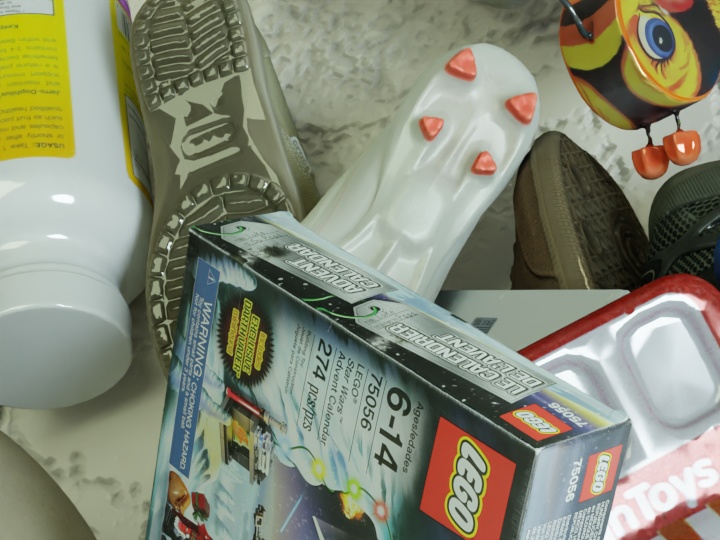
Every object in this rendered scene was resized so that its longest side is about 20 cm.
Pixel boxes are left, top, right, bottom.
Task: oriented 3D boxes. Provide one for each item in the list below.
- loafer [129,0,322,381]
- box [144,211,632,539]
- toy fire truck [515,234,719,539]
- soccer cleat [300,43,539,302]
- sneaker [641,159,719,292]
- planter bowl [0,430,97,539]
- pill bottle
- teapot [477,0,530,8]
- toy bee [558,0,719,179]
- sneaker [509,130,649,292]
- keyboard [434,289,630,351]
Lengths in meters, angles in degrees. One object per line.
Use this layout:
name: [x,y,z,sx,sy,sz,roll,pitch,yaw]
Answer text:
loafer: [-0.048,-0.024,0.827,0.075,0.068,0.202,-13,71,18]
box: [-0.007,0.103,0.549,0.136,0.040,0.202,30,119,40]
toy fire truck: [0.121,0.074,0.579,0.199,0.112,0.169,-27,87,-12]
soccer cleat: [0.000,0.000,0.751,0.069,0.078,0.200,39,77,0]
sneaker: [0.185,0.001,0.659,0.198,0.077,0.115,-12,36,25]
planter bowl: [-0.149,0.155,0.682,0.200,0.134,0.201,-40,28,26]
pill bottle: [-0.143,-0.043,0.864,0.103,0.104,0.201,-22,52,15]
teapot: [0.035,-0.213,0.818,0.200,0.197,0.147,34,91,40]
toy bee: [0.110,-0.092,0.750,0.198,0.131,0.110,-20,88,-15]
sneaker: [0.070,0.036,0.720,0.075,0.070,0.201,-32,42,25]
keyboard: [0.038,0.029,0.705,0.056,0.011,0.200,-48,13,-12]
